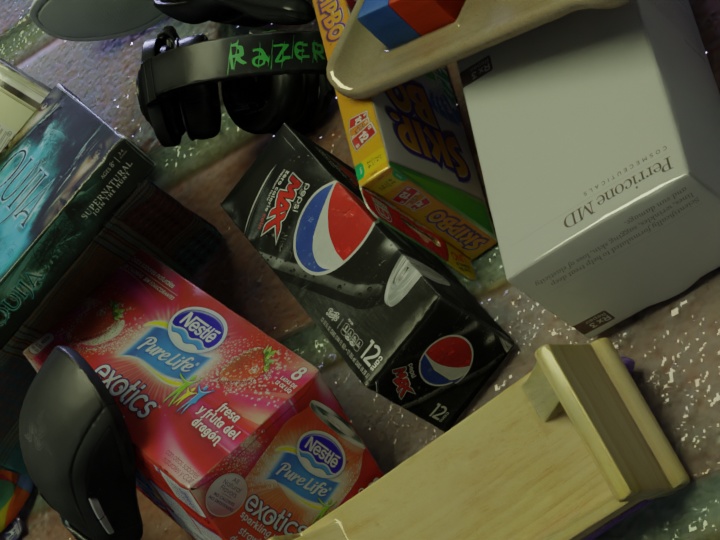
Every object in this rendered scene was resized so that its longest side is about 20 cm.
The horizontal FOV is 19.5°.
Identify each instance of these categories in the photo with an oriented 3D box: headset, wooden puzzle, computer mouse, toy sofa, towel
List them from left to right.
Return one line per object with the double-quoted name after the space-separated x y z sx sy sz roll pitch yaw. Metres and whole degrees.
-0.170 0.037 1.244 0.022 0.147 0.200 40 91 20 "towel"
-0.136 0.139 1.119 0.046 0.200 0.140 -29 61 -21 "computer mouse"
-0.084 -0.125 1.276 0.200 0.123 0.094 159 104 -66 "headset"
0.060 0.120 1.025 0.200 0.097 0.083 -37 70 24 "toy sofa"
0.075 -0.188 1.086 0.200 0.046 0.186 -13 43 45 "wooden puzzle"

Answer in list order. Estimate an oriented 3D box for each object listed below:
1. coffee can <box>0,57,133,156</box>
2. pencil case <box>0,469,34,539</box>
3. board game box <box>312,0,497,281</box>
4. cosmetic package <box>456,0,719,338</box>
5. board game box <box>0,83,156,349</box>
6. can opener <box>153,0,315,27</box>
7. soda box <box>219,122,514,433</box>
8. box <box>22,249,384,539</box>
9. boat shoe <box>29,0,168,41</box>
-0.262 -0.037 1.385 0.146 0.146 0.200 32 91 50 "coffee can"
-0.288 0.102 1.295 0.088 0.200 0.089 -24 45 26 "pencil case"
0.022 -0.090 1.164 0.030 0.095 0.200 -33 47 26 "board game box"
0.121 -0.080 1.069 0.113 0.081 0.200 -33 45 24 "cosmetic package"
-0.192 -0.037 1.221 0.135 0.028 0.200 -50 23 -2 "board game box"
-0.073 -0.183 1.298 0.200 0.078 0.064 -167 79 -64 "can opener"
0.000 0.000 1.151 0.063 0.071 0.200 -51 41 8 "soda box"
-0.087 0.081 1.152 0.095 0.100 0.200 -41 37 -15 "box"
-0.141 -0.217 1.431 0.199 0.076 0.061 -18 55 24 "boat shoe"
